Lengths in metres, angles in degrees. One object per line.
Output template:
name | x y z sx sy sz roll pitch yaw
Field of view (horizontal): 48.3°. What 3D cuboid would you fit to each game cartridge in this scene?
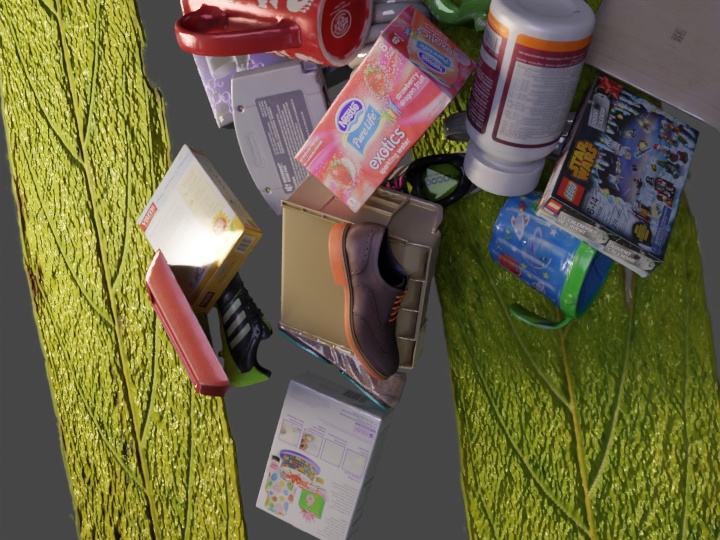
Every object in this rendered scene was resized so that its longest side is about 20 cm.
game cartridge | -0.093 -0.171 1.052 0.131 0.041 0.203 -9 121 11

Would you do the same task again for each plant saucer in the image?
plant saucer | -0.244 0.087 1.111 0.036 0.200 0.202 -28 85 -17

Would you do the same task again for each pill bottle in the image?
pill bottle | 0.173 -0.189 0.863 0.108 0.110 0.202 23 132 16

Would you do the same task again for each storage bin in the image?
storage bin | 0.000 0.000 1.014 0.195 0.094 0.203 18 128 17

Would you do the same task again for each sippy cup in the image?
sippy cup | 0.228 -0.032 0.953 0.129 0.140 0.179 27 78 25

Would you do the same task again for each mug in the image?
mug | -0.103 -0.292 0.930 0.198 0.133 0.180 22 79 28

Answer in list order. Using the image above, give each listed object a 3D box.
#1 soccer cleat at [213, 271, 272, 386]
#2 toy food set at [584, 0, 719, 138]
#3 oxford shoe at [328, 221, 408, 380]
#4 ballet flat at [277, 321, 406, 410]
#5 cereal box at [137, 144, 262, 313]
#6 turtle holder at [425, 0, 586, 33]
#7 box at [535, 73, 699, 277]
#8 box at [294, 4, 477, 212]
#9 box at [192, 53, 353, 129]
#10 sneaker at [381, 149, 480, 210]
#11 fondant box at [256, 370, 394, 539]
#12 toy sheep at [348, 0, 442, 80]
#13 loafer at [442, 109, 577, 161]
soccer cleat | -0.169 0.064 1.148 0.079 0.068 0.204 -6 95 3
toy food set | 0.359 -0.259 0.916 0.198 0.060 0.145 30 94 13
oxford shoe | 0.022 0.040 0.923 0.071 0.071 0.203 -4 119 24
ballet flat | -0.021 0.109 1.099 0.198 0.068 0.068 35 87 8
cereal box | -0.230 -0.061 1.124 0.145 0.039 0.201 -52 53 18
turtle holder | 0.170 -0.339 0.934 0.183 0.140 0.135 3 98 41
box | 0.285 -0.109 0.879 0.135 0.202 0.040 28 149 -1
box | 0.024 -0.177 0.898 0.102 0.095 0.200 40 133 -4
box | -0.117 -0.292 1.075 0.197 0.079 0.143 -22 91 21
sneaker | 0.065 -0.103 1.021 0.197 0.087 0.075 -17 91 22
fondant box | -0.051 0.263 1.124 0.142 0.058 0.204 20 102 17
toy sheep | 0.045 -0.267 0.986 0.135 0.138 0.204 -5 95 21
loafer | 0.195 -0.157 0.976 0.196 0.070 0.071 7 90 19
